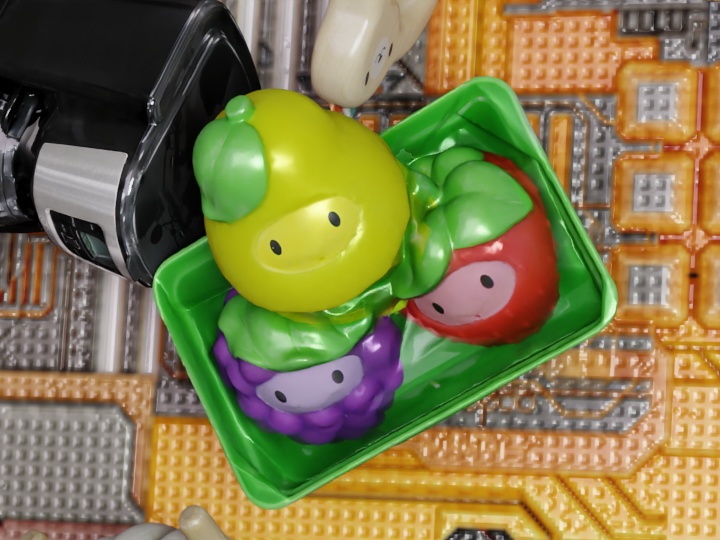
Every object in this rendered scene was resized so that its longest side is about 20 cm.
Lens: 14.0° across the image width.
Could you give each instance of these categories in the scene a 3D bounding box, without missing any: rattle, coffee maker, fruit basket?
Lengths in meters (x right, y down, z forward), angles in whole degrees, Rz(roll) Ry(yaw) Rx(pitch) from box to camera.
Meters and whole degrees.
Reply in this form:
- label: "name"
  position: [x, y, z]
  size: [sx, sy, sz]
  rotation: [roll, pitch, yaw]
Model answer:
- label: "rattle"
  position: [0.045, -0.112, 1.393]
  size: [0.143, 0.130, 0.200]
  rotation: [20, 80, -2]
- label: "coffee maker"
  position: [-0.157, -0.100, 1.452]
  size: [0.200, 0.135, 0.192]
  rotation: [12, 85, 20]
- label: "fruit basket"
  position: [0.000, 0.000, 1.347]
  size: [0.215, 0.216, 0.156]
  rotation: [-30, 73, 13]

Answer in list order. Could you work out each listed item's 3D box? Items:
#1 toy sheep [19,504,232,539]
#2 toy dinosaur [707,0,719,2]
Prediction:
- label: "toy sheep"
  position: [-0.100, 0.181, 1.393]
  size: [0.200, 0.138, 0.138]
  rotation: [-7, 79, 30]
- label: "toy dinosaur"
  position: [0.226, -0.179, 1.337]
  size: [0.200, 0.086, 0.136]
  rotation: [-1, 76, 17]
